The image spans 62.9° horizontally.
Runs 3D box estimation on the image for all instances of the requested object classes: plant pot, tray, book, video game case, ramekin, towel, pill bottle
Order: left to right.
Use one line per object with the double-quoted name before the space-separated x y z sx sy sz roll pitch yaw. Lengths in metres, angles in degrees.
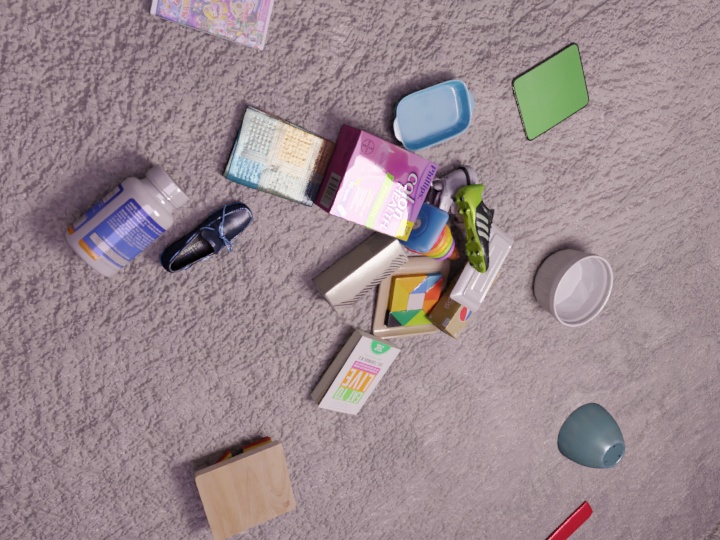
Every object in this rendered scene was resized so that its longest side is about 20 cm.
"pill bottle" -0.405 -0.092 1.040 0.200 0.112 0.112 -41 122 -6
"video game case" -0.248 -0.482 1.016 0.199 0.018 0.144 9 106 -28
"towel" -0.159 -0.220 1.164 0.199 0.022 0.147 16 103 -32
"book" -0.009 0.244 1.400 0.133 0.048 0.200 24 103 -37
"tray" 0.290 -0.004 1.374 0.107 0.022 0.200 30 88 -37
"ramekin" 0.559 0.038 1.567 0.199 0.105 0.201 -10 115 -22
"plant pot" 0.738 0.536 1.836 0.199 0.135 0.201 -9 113 -22

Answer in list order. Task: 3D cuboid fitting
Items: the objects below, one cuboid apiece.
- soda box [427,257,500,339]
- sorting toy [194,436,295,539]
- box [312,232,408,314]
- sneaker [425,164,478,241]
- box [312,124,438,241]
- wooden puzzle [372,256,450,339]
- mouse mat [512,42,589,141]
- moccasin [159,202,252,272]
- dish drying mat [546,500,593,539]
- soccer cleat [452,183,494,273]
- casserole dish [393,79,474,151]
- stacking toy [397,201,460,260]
"soda box" 0.252 0.061 1.429 0.200 0.064 0.068 -54 136 -6
"sorting toy" -0.269 0.495 1.367 0.198 0.070 0.201 -17 117 -19
"box" 0.000 0.000 1.294 0.200 0.082 0.068 -37 122 -7
"sneaker" 0.215 -0.133 1.351 0.115 0.075 0.201 -18 112 -18
"box" 0.031 -0.180 1.227 0.199 0.097 0.176 17 101 -31
"wooden puzzle" 0.125 0.066 1.406 0.184 0.037 0.201 -4 111 -24
"mouse mat" 0.452 -0.419 1.390 0.200 0.008 0.161 -32 120 -10
"moccasin" -0.288 -0.053 1.138 0.200 0.068 0.081 -40 122 -7
"dish drying mat" 0.724 0.886 2.038 0.200 0.018 0.077 -40 121 -7
"soccer cleat" 0.265 -0.093 1.304 0.081 0.067 0.201 -21 106 -22
"casserole dish" 0.151 -0.333 1.259 0.199 0.039 0.121 -24 118 -16
"stacking toy" 0.174 -0.067 1.348 0.200 0.116 0.110 32 89 -49
